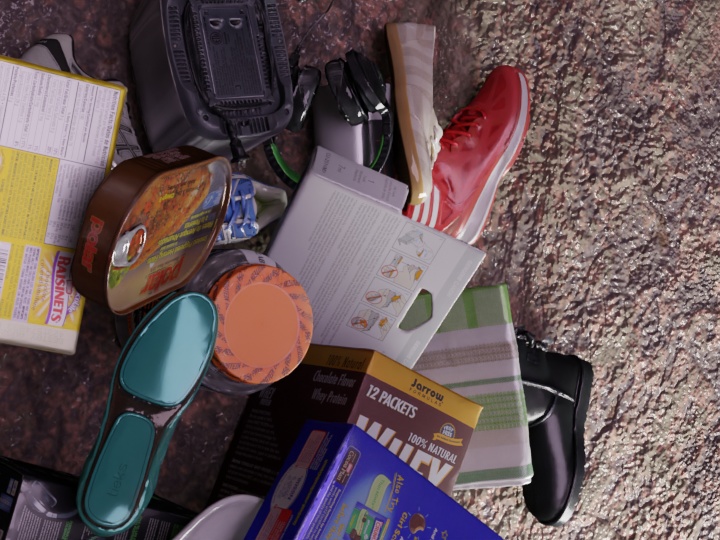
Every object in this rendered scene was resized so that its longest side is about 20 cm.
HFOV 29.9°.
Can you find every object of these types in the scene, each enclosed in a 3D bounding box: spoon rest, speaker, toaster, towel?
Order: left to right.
[{"bbox_3d":[-0.141,0.231,1.051,0.198,0.060,0.101,-2,93,-30],"label":"spoon rest"},{"bbox_3d":[-0.135,-0.174,1.200,0.112,0.129,0.203,-9,83,-29],"label":"toaster"},{"bbox_3d":[-0.005,-0.082,1.319,0.080,0.081,0.203,-3,91,-30],"label":"speaker"},{"bbox_3d":[0.092,0.120,1.363,0.147,0.031,0.203,-7,93,12],"label":"towel"}]

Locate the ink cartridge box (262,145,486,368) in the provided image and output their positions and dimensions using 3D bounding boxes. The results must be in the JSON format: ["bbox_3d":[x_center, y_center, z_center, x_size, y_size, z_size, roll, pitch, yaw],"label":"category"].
[{"bbox_3d":[0.000,0.000,1.235,0.172,0.201,0.044,23,43,-9],"label":"ink cartridge box"}]

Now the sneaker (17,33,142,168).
[{"bbox_3d":[-0.222,-0.123,1.193,0.200,0.075,0.088,48,61,-26],"label":"sneaker"}]

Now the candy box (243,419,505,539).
[{"bbox_3d":[0.004,0.244,1.095,0.200,0.077,0.170,40,67,-28],"label":"candy box"}]

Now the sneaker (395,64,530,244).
[{"bbox_3d":[0.097,-0.133,1.381,0.115,0.078,0.203,24,77,-30],"label":"sneaker"}]

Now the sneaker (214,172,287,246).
[{"bbox_3d":[-0.134,-0.059,1.189,0.200,0.076,0.077,-21,105,-65],"label":"sneaker"}]

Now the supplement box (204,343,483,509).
[{"bbox_3d":[-0.022,0.185,1.241,0.132,0.196,0.202,28,76,-28],"label":"supplement box"}]

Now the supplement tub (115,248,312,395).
[{"bbox_3d":[-0.128,0.043,1.177,0.121,0.199,0.125,0,90,-30],"label":"supplement tub"}]

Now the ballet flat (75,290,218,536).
[{"bbox_3d":[-0.170,0.109,1.050,0.067,0.070,0.202,24,71,-10],"label":"ballet flat"}]

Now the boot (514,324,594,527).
[{"bbox_3d":[0.163,0.156,1.424,0.161,0.073,0.201,19,74,-31],"label":"boot"}]

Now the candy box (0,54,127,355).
[{"bbox_3d":[-0.239,-0.047,0.984,0.101,0.026,0.203,12,89,-29],"label":"candy box"}]

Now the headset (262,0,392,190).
[{"bbox_3d":[-0.036,-0.163,1.232,0.122,0.094,0.203,-5,103,6],"label":"headset"}]

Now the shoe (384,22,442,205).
[{"bbox_3d":[0.057,-0.159,1.324,0.053,0.070,0.203,-3,66,-4],"label":"shoe"}]

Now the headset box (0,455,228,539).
[{"bbox_3d":[-0.228,0.227,1.133,0.198,0.173,0.094,21,80,-28],"label":"headset box"}]

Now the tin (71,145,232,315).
[{"bbox_3d":[-0.155,-0.033,1.023,0.200,0.041,0.114,-32,138,-70],"label":"tin"}]
